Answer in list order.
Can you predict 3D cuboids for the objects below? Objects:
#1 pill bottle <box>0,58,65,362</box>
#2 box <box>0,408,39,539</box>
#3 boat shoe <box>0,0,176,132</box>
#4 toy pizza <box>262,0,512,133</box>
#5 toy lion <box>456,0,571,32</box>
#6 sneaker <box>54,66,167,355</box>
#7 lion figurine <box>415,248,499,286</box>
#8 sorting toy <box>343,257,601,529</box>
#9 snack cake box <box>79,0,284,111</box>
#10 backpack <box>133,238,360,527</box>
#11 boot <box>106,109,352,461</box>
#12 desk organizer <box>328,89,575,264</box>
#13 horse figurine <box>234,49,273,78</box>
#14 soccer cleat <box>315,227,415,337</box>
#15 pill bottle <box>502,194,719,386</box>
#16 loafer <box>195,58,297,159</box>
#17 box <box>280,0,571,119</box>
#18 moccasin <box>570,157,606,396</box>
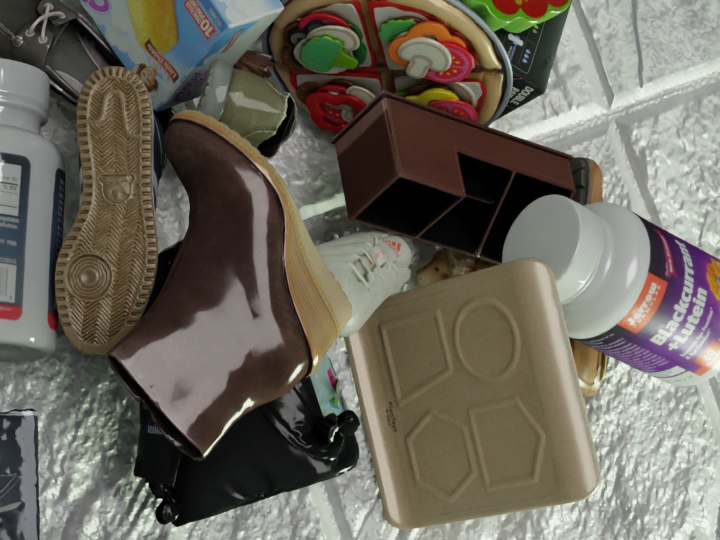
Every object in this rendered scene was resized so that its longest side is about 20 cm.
[{"bbox_3d":[-0.270,-0.042,1.377,0.119,0.119,0.201,8,77,-27],"label":"pill bottle"},{"bbox_3d":[-0.324,0.198,1.304,0.196,0.117,0.201,3,78,-28],"label":"box"},{"bbox_3d":[-0.209,-0.156,1.453,0.200,0.057,0.067,44,58,-24],"label":"boat shoe"},{"bbox_3d":[0.019,-0.153,1.509,0.199,0.200,0.032,29,54,-21],"label":"toy pizza"},{"bbox_3d":[0.084,-0.280,1.484,0.199,0.069,0.193,7,75,-30],"label":"toy lion"},{"bbox_3d":[-0.176,-0.039,1.396,0.070,0.109,0.201,4,87,-3],"label":"sneaker"},{"bbox_3d":[0.119,0.055,1.552,0.072,0.200,0.123,-16,123,-25],"label":"lion figurine"},{"bbox_3d":[0.086,0.098,1.511,0.036,0.199,0.186,-9,84,-52],"label":"sorting toy"},{"bbox_3d":[-0.159,-0.235,1.445,0.067,0.115,0.201,-27,79,-48],"label":"snack cake box"},{"bbox_3d":[-0.098,0.071,1.434,0.166,0.127,0.201,-18,87,1],"label":"backpack"},{"bbox_3d":[-0.110,0.007,1.322,0.166,0.072,0.200,-39,96,-30],"label":"boot"},{"bbox_3d":[0.079,-0.065,1.524,0.199,0.072,0.077,15,50,-35],"label":"desk organizer"},{"bbox_3d":[-0.132,-0.236,1.500,0.050,0.132,0.201,-28,108,-41],"label":"horse figurine"},{"bbox_3d":[0.000,0.000,1.481,0.077,0.200,0.070,-23,97,9],"label":"soccer cleat"},{"bbox_3d":[0.209,0.012,1.550,0.199,0.111,0.112,24,69,-37],"label":"pill bottle"},{"bbox_3d":[-0.086,-0.102,1.447,0.069,0.200,0.076,17,85,-1],"label":"loafer"},{"bbox_3d":[0.048,-0.216,1.564,0.199,0.148,0.125,28,65,-22],"label":"box"},{"bbox_3d":[0.186,0.005,1.646,0.077,0.073,0.203,11,72,-42],"label":"moccasin"}]
